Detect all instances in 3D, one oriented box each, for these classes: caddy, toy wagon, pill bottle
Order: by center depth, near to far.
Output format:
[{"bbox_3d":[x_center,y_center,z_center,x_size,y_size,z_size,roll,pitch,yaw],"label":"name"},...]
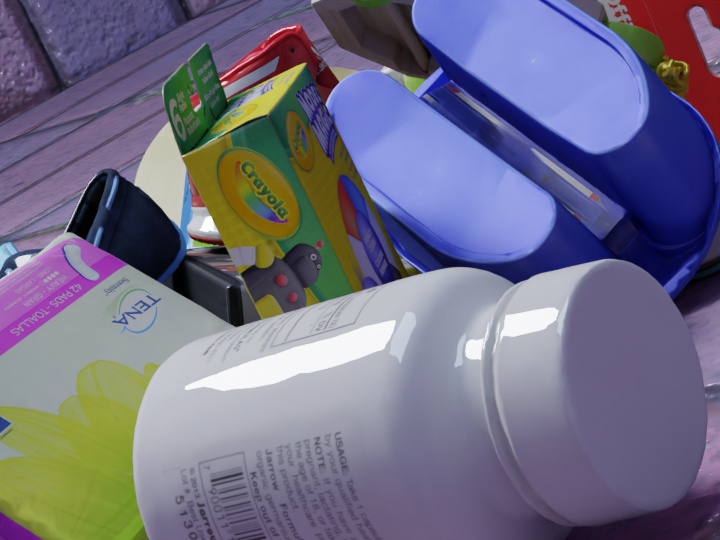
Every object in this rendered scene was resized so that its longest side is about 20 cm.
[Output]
[{"bbox_3d":[0.022,0.061,0.960,0.199,0.115,0.114,-16,14,38],"label":"pill bottle"},{"bbox_3d":[0.079,-0.051,1.225,0.142,0.105,0.200,-48,49,-3],"label":"caddy"},{"bbox_3d":[0.077,-0.123,1.363,0.199,0.040,0.155,9,-14,17],"label":"toy wagon"}]

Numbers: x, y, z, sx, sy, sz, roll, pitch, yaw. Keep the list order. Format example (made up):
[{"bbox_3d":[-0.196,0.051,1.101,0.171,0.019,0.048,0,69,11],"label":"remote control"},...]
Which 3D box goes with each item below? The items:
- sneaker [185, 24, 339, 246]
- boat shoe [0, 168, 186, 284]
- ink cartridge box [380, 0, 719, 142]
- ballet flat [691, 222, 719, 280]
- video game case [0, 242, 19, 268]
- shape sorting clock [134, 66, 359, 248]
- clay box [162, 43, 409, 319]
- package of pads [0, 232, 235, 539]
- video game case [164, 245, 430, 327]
[{"bbox_3d":[0.002,-0.077,1.400,0.198,0.116,0.078,-5,6,-9],"label":"sneaker"},{"bbox_3d":[-0.162,0.021,1.313,0.084,0.069,0.200,-27,18,31],"label":"boat shoe"},{"bbox_3d":[0.124,-0.103,1.479,0.199,0.117,0.067,-22,8,13],"label":"ink cartridge box"},{"bbox_3d":[0.141,-0.042,1.298,0.069,0.070,0.200,-25,11,1],"label":"ballet flat"},{"bbox_3d":[-0.245,0.080,1.460,0.199,0.143,0.018,-30,-31,-20],"label":"video game case"},{"bbox_3d":[-0.039,-0.050,1.568,0.198,0.039,0.201,-1,48,1],"label":"shape sorting clock"},{"bbox_3d":[-0.018,-0.007,1.138,0.047,0.201,0.115,-23,12,12],"label":"clay box"},{"bbox_3d":[-0.122,0.073,1.146,0.200,0.154,0.069,-42,-23,-54],"label":"package of pads"},{"bbox_3d":[0.000,0.000,1.356,0.179,0.026,0.200,-6,7,-13],"label":"video game case"}]
